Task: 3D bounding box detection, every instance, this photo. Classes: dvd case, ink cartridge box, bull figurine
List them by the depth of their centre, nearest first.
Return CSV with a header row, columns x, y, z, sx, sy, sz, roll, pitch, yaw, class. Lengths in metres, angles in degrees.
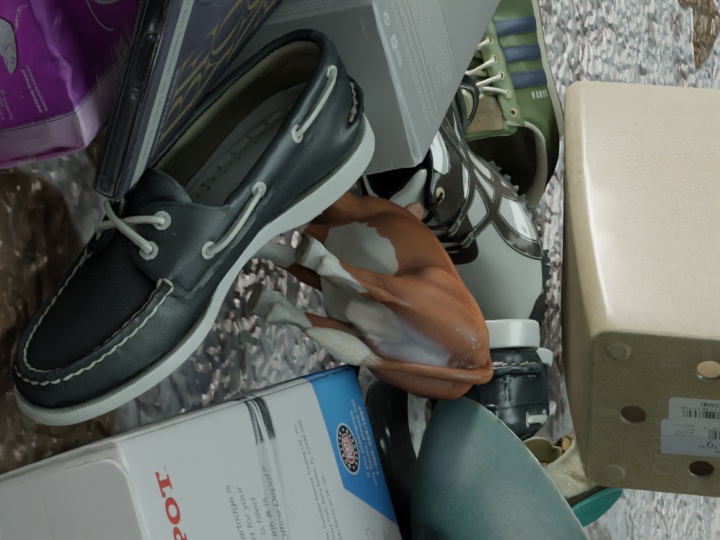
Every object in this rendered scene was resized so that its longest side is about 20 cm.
x,y,z,sx,sy,sz,roll,pitch,yaw,class
-0.041,-0.136,0.824,0.200,0.016,0.149,-56,173,-43,dvd case
-0.060,0.132,0.870,0.200,0.085,0.148,-12,87,-61,ink cartridge box
0.000,0.000,0.989,0.121,0.200,0.066,21,101,-22,bull figurine

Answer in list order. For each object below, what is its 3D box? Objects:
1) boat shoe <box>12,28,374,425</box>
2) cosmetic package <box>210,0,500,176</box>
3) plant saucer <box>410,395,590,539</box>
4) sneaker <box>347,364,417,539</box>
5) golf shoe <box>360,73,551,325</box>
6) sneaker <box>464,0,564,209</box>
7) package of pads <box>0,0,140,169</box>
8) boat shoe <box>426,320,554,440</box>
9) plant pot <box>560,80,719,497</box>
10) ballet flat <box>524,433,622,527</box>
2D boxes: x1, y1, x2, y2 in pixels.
x,y,z,sx,sy,sz,roll,pitch,yaw,class
-0.075,-0.022,0.850,0.200,0.075,0.061,-49,140,-26,boat shoe
-0.006,-0.122,1.000,0.200,0.106,0.091,-57,135,-58,cosmetic package
0.067,0.157,0.945,0.038,0.201,0.203,-23,111,-16,plant saucer
0.012,0.155,1.048,0.104,0.060,0.202,-37,114,-53,sneaker
0.039,-0.037,1.138,0.094,0.077,0.201,-44,116,-44,golf shoe
0.074,-0.115,1.210,0.090,0.067,0.201,-76,150,-43,sneaker
-0.114,-0.138,0.849,0.200,0.075,0.121,-52,127,-53,package of pads
0.067,0.067,1.105,0.200,0.075,0.061,40,47,-78,boat shoe
0.211,0.025,1.232,0.178,0.198,0.201,-76,167,-45,plant pot
0.096,0.136,1.228,0.062,0.067,0.200,49,20,15,ballet flat
